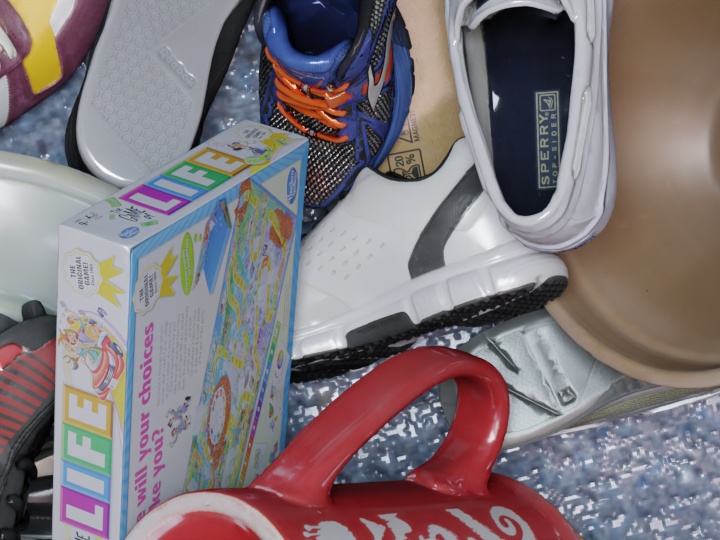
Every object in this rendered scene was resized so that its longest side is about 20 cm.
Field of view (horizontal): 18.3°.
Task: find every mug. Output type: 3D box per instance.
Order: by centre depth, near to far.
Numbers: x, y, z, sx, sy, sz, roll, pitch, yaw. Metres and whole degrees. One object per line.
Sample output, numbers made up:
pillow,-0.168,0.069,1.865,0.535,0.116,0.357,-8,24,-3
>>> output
mug,-0.010,0.128,0.942,0.133,0.200,0.178,-20,74,33

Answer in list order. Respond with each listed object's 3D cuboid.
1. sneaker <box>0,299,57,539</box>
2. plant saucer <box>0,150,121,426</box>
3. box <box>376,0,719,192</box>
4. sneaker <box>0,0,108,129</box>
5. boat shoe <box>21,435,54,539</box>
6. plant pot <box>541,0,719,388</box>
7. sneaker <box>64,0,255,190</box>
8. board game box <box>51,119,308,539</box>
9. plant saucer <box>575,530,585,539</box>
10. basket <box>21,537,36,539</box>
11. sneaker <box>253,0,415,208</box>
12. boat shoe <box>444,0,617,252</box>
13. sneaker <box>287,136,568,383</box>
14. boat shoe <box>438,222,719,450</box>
sneaker,-0.163,0.111,0.898,0.098,0.071,0.201,33,80,6
plant saucer,-0.167,0.025,0.979,0.199,0.050,0.200,2,145,1
box,0.077,-0.107,1.029,0.163,0.021,0.201,-11,102,0
sneaker,-0.189,-0.081,0.994,0.200,0.090,0.075,-41,100,8
boat shoe,-0.181,0.119,1.048,0.199,0.072,0.068,-8,98,-2
plant pot,0.161,-0.052,0.965,0.093,0.201,0.202,-4,107,-43
sneaker,-0.085,-0.114,1.005,0.071,0.099,0.201,23,70,-9
board game box,-0.076,0.052,0.935,0.034,0.134,0.201,18,119,24
plant saucer,0.036,0.195,1.088,0.199,0.037,0.201,0,102,-1
basket,-0.156,0.241,1.000,0.198,0.161,0.200,13,124,-3
sneaker,-0.018,-0.101,0.960,0.075,0.078,0.200,22,136,14
boat shoe,0.070,-0.109,0.923,0.073,0.065,0.201,-13,80,16
sneaker,0.000,0.000,1.013,0.200,0.074,0.080,-20,78,29
boat shoe,0.132,0.033,1.048,0.201,0.065,0.075,-23,82,-2
